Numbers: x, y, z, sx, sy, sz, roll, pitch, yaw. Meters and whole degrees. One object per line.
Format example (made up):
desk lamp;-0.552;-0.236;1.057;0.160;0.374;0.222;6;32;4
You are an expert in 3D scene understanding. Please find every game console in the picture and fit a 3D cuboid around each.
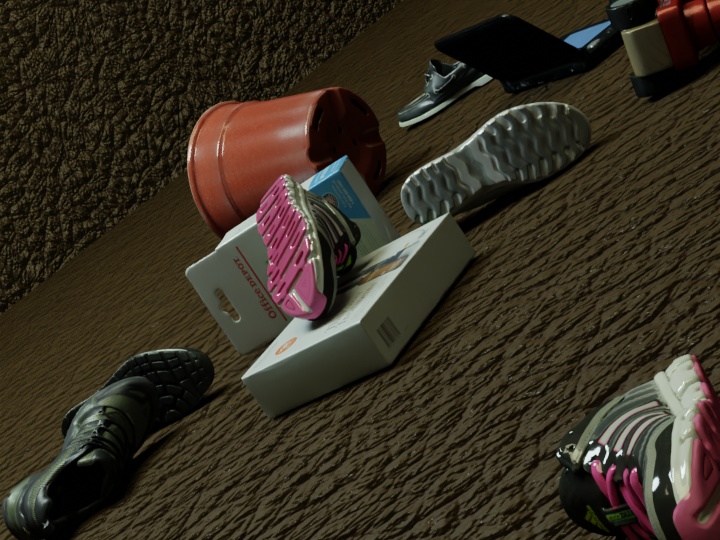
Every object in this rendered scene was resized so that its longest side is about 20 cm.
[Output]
game console;0.219;-0.294;2.069;0.175;0.117;0.200;-39;13;-21

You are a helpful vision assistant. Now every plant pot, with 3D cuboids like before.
plant pot;-0.084;-0.140;2.155;0.194;0.202;0.201;-13;22;41

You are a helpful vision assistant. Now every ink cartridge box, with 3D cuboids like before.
ink cartridge box;-0.068;-0.014;1.742;0.199;0.116;0.068;-31;11;15

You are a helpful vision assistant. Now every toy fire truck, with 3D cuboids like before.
toy fire truck;0.349;-0.279;1.674;0.198;0.130;0.176;-18;16;18

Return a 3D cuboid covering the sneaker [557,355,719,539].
sneaker;0.136;0.101;0.778;0.087;0.074;0.200;-32;7;12

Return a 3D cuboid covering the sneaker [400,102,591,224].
sneaker;0.135;-0.111;1.668;0.198;0.076;0.082;-22;-2;15

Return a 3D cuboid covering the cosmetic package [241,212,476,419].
cosmetic package;0.001;0.039;1.505;0.150;0.052;0.200;-30;12;37

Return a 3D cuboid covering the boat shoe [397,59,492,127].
boat shoe;0.125;-0.275;2.382;0.198;0.066;0.075;-29;13;26

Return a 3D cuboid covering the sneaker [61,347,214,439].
sneaker;-0.221;0.120;1.751;0.199;0.076;0.088;-28;7;30

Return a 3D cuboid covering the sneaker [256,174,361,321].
sneaker;-0.037;-0.015;1.524;0.074;0.087;0.201;-58;24;21

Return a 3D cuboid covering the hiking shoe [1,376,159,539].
hiking shoe;-0.246;0.182;1.601;0.100;0.076;0.201;-5;40;51
